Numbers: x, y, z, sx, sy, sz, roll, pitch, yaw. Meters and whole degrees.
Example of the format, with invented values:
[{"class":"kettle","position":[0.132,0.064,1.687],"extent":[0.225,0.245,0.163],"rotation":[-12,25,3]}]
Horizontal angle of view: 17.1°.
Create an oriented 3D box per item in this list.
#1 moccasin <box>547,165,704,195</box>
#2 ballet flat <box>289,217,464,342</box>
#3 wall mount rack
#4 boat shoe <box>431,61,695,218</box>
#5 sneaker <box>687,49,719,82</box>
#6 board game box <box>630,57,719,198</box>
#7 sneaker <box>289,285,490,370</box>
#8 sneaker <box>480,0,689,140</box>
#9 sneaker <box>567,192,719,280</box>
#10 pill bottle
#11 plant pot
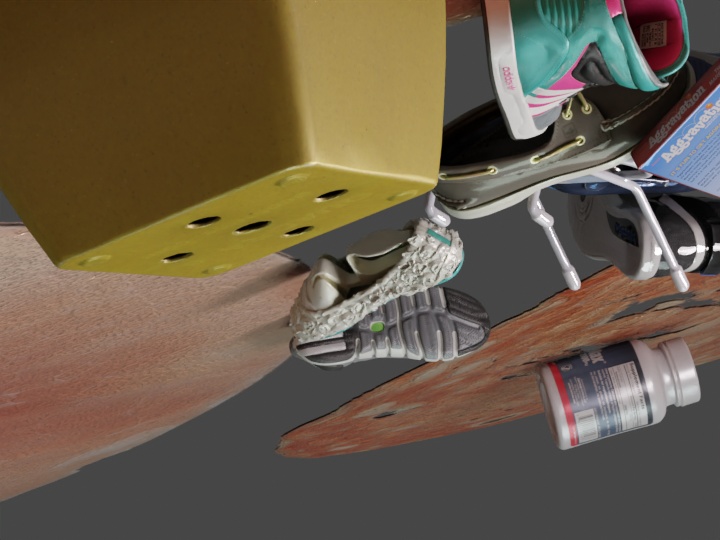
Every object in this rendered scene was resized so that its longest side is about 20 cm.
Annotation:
[{"class":"moccasin","position":[0.235,-0.088,1.847],"extent":[0.200,0.081,0.068],"rotation":[-14,-176,-13]},{"class":"ballet flat","position":[0.000,0.000,2.061],"extent":[0.200,0.072,0.072],"rotation":[-26,166,35]},{"class":"wall mount rack","position":[0.150,-0.041,1.789],"extent":[0.174,0.075,0.200],"rotation":[20,169,-38]},{"class":"boat shoe","position":[0.135,-0.102,1.664],"extent":[0.201,0.072,0.060],"rotation":[-26,145,13]},{"class":"sneaker","position":[0.280,-0.127,1.725],"extent":[0.199,0.081,0.115],"rotation":[-19,167,6]},{"class":"board game box","position":[0.282,-0.129,1.618],"extent":[0.103,0.019,0.200],"rotation":[15,129,-40]},{"class":"sneaker","position":[0.022,0.061,2.381],"extent":[0.199,0.075,0.115],"rotation":[-3,171,-14]},{"class":"sneaker","position":[0.143,-0.137,1.480],"extent":[0.120,0.084,0.200],"rotation":[-8,169,8]},{"class":"sneaker","position":[0.243,-0.037,1.922],"extent":[0.112,0.073,0.200],"rotation":[0,-160,-14]},{"class":"pill bottle","position":[0.345,0.158,3.202],"extent":[0.200,0.120,0.120],"rotation":[-15,170,-3]},{"class":"plant pot","position":[-0.071,-0.101,1.074],"extent":[0.200,0.177,0.200],"rotation":[-21,168,25]}]
